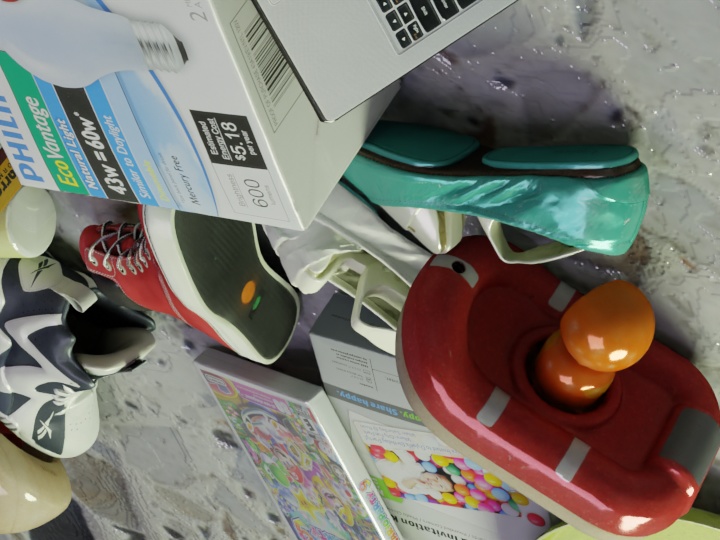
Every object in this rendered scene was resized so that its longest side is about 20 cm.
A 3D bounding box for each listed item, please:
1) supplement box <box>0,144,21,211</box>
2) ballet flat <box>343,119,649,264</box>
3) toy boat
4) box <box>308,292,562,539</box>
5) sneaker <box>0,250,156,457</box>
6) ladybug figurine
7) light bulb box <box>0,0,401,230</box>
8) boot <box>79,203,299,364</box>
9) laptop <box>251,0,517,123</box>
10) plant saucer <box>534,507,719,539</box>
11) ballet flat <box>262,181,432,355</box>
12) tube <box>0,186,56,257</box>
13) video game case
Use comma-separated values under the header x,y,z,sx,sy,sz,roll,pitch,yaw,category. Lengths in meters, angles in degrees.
x,y,z,sx,sy,sz,roll,pitch,yaw,category
-0.338,-0.106,1.481,0.197,0.133,0.200,-8,129,45,supplement box
0.063,-0.039,1.274,0.200,0.067,0.070,9,110,30,ballet flat
0.120,0.050,1.299,0.200,0.131,0.131,32,139,2,toy boat
0.058,0.111,1.503,0.156,0.041,0.200,16,143,26,box
-0.194,0.070,1.627,0.129,0.079,0.199,20,135,34,sneaker
-0.293,0.124,1.723,0.200,0.072,0.136,47,-172,36,ladybug figurine
-0.112,-0.143,1.252,0.200,0.125,0.198,9,139,31,light bulb box
-0.133,-0.017,1.454,0.144,0.072,0.200,20,159,24,boot
0.042,-0.174,1.095,0.187,0.200,0.116,59,175,-32,laptop
0.196,0.206,1.479,0.200,0.031,0.200,10,139,9,plant saucer
0.000,0.000,1.390,0.200,0.069,0.069,34,146,0,ballet flat
-0.299,-0.035,1.600,0.200,0.058,0.052,1,94,33,tube
-0.029,0.147,1.588,0.143,0.018,0.200,15,139,53,video game case
